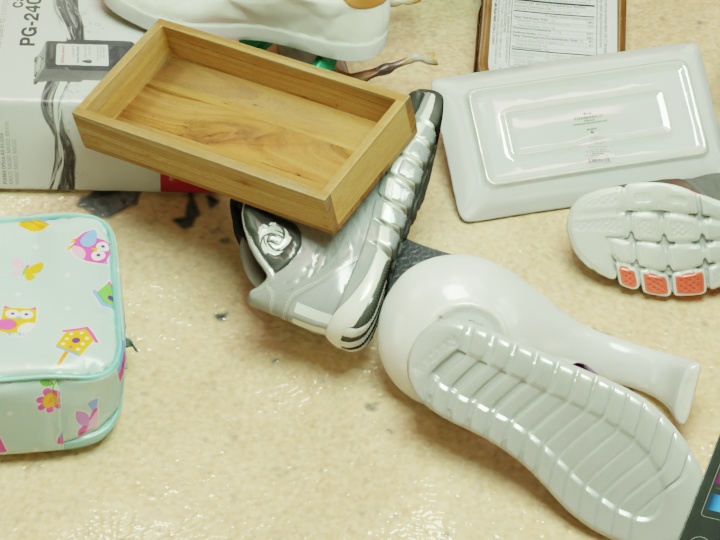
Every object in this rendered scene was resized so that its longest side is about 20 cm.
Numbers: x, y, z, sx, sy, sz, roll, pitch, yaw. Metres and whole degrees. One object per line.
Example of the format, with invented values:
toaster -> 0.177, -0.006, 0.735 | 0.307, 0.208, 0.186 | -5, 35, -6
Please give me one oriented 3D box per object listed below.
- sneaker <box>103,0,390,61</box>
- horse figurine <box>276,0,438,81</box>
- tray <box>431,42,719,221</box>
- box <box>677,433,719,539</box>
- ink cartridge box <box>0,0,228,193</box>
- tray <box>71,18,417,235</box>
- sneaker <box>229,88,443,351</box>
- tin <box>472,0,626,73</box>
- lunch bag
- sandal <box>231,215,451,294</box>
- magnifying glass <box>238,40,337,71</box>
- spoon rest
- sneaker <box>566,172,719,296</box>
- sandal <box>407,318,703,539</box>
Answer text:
sneaker -> -0.077, -0.202, 1.540 | 0.199, 0.085, 0.073 | 8, 45, 2
horse figurine -> -0.014, -0.155, 1.626 | 0.132, 0.050, 0.200 | -13, 51, 3
tray -> 0.156, -0.100, 1.571 | 0.199, 0.022, 0.108 | -9, 77, -12
box -> 0.214, 0.211, 1.202 | 0.124, 0.149, 0.200 | 16, 46, 15
ink cartridge box -> -0.191, -0.132, 1.576 | 0.199, 0.084, 0.145 | 1, 45, -3
tray -> -0.074, -0.094, 1.444 | 0.200, 0.037, 0.099 | 19, 55, 29
sneaker -> -0.021, -0.050, 1.451 | 0.115, 0.075, 0.200 | 17, 56, 6
tin -> 0.141, -0.166, 1.663 | 0.112, 0.042, 0.200 | 8, 44, -1
lunch bag -> -0.239, 0.037, 1.408 | 0.199, 0.077, 0.161 | -3, 44, -7
sandal -> 0.000, 0.001, 1.489 | 0.200, 0.043, 0.076 | 28, 56, 10
magnifying glass -> -0.063, -0.183, 1.627 | 0.079, 0.022, 0.200 | -28, 43, 11
spoon rest -> 0.108, 0.051, 1.416 | 0.199, 0.100, 0.061 | 14, 9, -3
sneaker -> 0.235, -0.030, 1.522 | 0.199, 0.077, 0.082 | 1, 18, -3
sandal -> 0.124, 0.090, 1.368 | 0.202, 0.083, 0.050 | 35, 12, 8
